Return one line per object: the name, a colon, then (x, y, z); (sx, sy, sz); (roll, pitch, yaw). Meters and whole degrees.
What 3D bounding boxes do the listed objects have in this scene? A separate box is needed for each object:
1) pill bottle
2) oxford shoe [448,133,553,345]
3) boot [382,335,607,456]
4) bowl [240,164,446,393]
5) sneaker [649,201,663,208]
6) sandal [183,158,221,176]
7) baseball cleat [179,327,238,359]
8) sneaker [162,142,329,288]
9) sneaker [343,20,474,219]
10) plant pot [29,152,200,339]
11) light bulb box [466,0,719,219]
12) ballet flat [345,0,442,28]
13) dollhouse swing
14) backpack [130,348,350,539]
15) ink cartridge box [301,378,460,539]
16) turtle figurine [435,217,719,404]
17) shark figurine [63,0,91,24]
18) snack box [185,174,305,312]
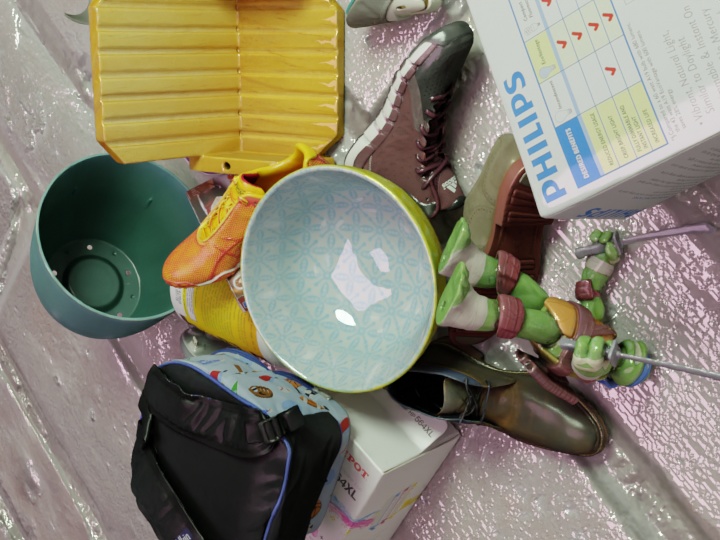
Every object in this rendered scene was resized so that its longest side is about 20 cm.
pill bottle: (-0.103, 0.034, 1.028); (0.198, 0.109, 0.111); (20, 112, 37)
oxford shoe: (0.119, -0.025, 0.863); (0.075, 0.070, 0.202); (60, 138, 49)
boot: (0.114, 0.125, 0.865); (0.199, 0.096, 0.076); (22, 114, 36)
bowl: (0.000, 0.000, 0.885); (0.198, 0.107, 0.203); (6, 103, 27)
sneaker: (0.263, -0.127, 0.690); (0.200, 0.078, 0.080); (-39, 80, 41)
sandal: (-0.173, -0.205, 1.048); (0.081, 0.050, 0.206); (-3, 94, 2)
baseball cleat: (-0.148, 0.152, 1.122); (0.199, 0.069, 0.107); (38, 122, 30)
sneaker: (-0.118, -0.056, 0.943); (0.199, 0.077, 0.073); (-36, 44, 6)
sneaker: (0.071, -0.119, 0.875); (0.116, 0.075, 0.200); (51, 138, 14)
plant pot: (-0.295, -0.011, 1.140); (0.161, 0.199, 0.203); (-38, 74, 54)
light bulb box: (0.193, -0.160, 0.619); (0.199, 0.124, 0.201); (-27, 74, 38)
ballet flat: (0.059, -0.264, 0.849); (0.200, 0.067, 0.064); (-42, 79, 39)
dollhouse swing: (-0.136, -0.192, 0.944); (0.180, 0.175, 0.203); (8, 105, 29)
backpack: (-0.113, 0.162, 0.873); (0.189, 0.153, 0.202); (29, 108, 28)
ink cartridge box: (-0.008, 0.185, 0.968); (0.129, 0.124, 0.201); (44, 125, 25)
turtle figurine: (0.166, 0.013, 0.753); (0.200, 0.192, 0.146); (131, 158, -68)
shark figurine: (-0.247, -0.301, 1.121); (0.214, 0.127, 0.090); (26, 91, 54)
snack box: (-0.123, -0.039, 1.009); (0.201, 0.071, 0.024); (57, 171, 46)
